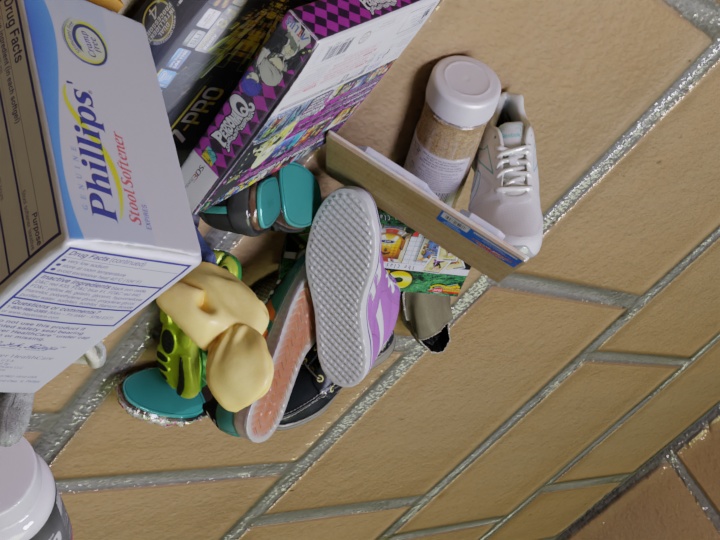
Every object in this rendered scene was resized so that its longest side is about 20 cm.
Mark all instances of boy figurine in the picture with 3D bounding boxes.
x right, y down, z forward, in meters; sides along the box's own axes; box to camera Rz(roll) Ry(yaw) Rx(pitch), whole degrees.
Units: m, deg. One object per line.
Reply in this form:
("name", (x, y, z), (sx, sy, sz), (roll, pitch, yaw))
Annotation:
("boy figurine", (-0.128, 0.032, 0.948), (0.064, 0.201, 0.124), (-45, 153, 23))

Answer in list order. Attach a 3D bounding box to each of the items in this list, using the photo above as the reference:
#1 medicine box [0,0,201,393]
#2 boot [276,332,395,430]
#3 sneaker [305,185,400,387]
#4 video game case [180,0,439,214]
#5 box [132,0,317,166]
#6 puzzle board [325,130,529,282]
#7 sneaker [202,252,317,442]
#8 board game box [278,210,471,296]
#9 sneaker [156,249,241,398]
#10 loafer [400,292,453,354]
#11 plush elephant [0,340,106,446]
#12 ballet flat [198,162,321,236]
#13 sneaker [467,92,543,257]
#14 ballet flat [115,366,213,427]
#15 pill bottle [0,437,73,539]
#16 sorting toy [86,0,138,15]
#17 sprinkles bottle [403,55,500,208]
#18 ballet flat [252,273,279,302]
("medicine box", (-0.216, -0.045, 0.702), (0.199, 0.184, 0.102), (-33, 153, 33))
("boot", (-0.036, 0.084, 1.259), (0.202, 0.073, 0.155), (-34, 154, -26))
("sneaker", (-0.001, 0.000, 1.075), (0.114, 0.072, 0.203), (-43, 142, -56))
("video game case", (-0.037, -0.140, 0.831), (0.181, 0.036, 0.200), (-48, 174, 37))
("box", (-0.118, -0.147, 0.815), (0.200, 0.049, 0.161), (-45, 158, 22))
("puzzle board", (0.056, -0.056, 0.979), (0.018, 0.199, 0.151), (-58, 178, -7))
("sneaker", (-0.093, 0.065, 1.074), (0.202, 0.079, 0.071), (-65, 145, -19))
("board game box", (0.020, -0.020, 1.120), (0.197, 0.024, 0.105), (5, 143, -11))
("sneaker", (-0.154, 0.043, 1.094), (0.083, 0.074, 0.201), (-38, 161, -41))
("loafer", (0.086, 0.040, 1.325), (0.075, 0.070, 0.201), (-30, 152, -5))
("plush elephant", (-0.290, 0.044, 0.847), (0.155, 0.165, 0.200), (-40, -176, 42))
("ballet flat", (-0.091, -0.065, 0.962), (0.067, 0.069, 0.200), (-2, -177, 13))
("sneaker", (0.140, -0.096, 1.061), (0.069, 0.202, 0.081), (3, 136, -6))
("ballet flat", (-0.184, 0.140, 1.200), (0.198, 0.076, 0.064), (-3, 148, -40))
("pill bottle", (-0.368, 0.251, 1.134), (0.113, 0.115, 0.201), (-23, 151, -19))
("sorting toy", (-0.187, -0.211, 0.673), (0.199, 0.037, 0.185), (-39, 152, 10))
("sprinkles bottle", (0.079, -0.115, 1.074), (0.068, 0.069, 0.201), (-19, 149, -25))
("ballet flat", (-0.049, 0.021, 1.177), (0.198, 0.047, 0.068), (-28, 151, -11))
